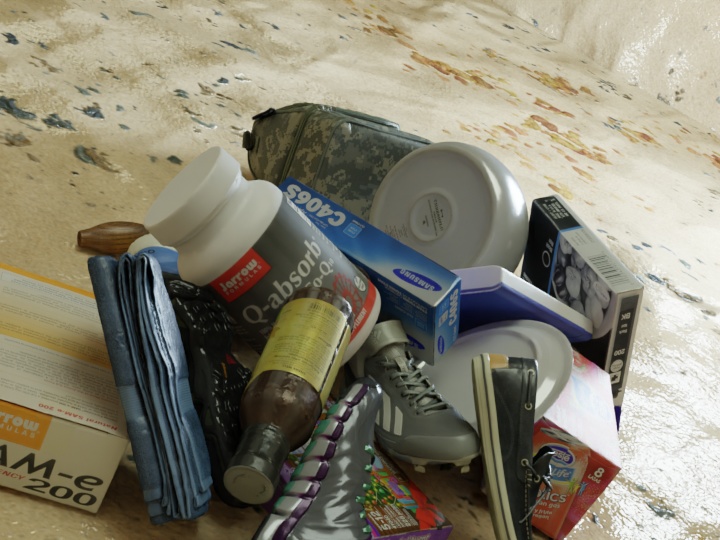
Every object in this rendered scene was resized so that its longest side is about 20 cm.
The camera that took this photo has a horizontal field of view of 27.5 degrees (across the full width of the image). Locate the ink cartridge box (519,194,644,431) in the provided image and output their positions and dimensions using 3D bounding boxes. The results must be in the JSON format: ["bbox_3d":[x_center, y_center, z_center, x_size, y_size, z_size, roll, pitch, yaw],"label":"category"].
[{"bbox_3d":[0.233,0.052,1.607,0.043,0.201,0.198,-10,35,-19],"label":"ink cartridge box"}]

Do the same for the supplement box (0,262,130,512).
[{"bbox_3d":[-0.246,0.085,1.136,0.125,0.074,0.200,20,23,-16],"label":"supplement box"}]

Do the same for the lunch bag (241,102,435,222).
[{"bbox_3d":[-0.025,-0.124,1.768,0.199,0.140,0.167,11,9,-38],"label":"lunch bag"}]

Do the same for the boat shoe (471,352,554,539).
[{"bbox_3d":[0.134,0.167,1.238,0.062,0.202,0.075,-7,-1,-1],"label":"boat shoe"}]

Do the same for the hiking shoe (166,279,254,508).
[{"bbox_3d":[-0.133,0.112,1.195,0.075,0.101,0.201,12,47,-48],"label":"hiking shoe"}]

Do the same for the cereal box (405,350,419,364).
[{"bbox_3d":[0.023,0.043,1.500,0.144,0.040,0.200,40,8,27],"label":"cereal box"}]

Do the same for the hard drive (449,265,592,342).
[{"bbox_3d":[0.132,0.040,1.479,0.131,0.026,0.200,-7,-20,33],"label":"hard drive"}]

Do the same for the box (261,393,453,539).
[{"bbox_3d":[-0.033,0.169,1.233,0.136,0.039,0.200,1,33,-46],"label":"box"}]

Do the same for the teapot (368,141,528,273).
[{"bbox_3d":[0.116,-0.039,1.658,0.197,0.201,0.146,24,1,36],"label":"teapot"}]

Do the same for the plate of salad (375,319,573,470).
[{"bbox_3d":[0.107,0.117,1.366,0.200,0.199,0.048,-104,168,-62],"label":"plate of salad"}]

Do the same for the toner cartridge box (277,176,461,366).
[{"bbox_3d":[0.000,0.000,1.361,0.199,0.095,0.043,31,60,23],"label":"toner cartridge box"}]

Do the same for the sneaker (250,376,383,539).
[{"bbox_3d":[-0.015,0.177,1.116,0.087,0.075,0.201,28,59,6],"label":"sneaker"}]

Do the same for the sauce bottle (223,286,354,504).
[{"bbox_3d":[-0.058,0.095,1.145,0.064,0.065,0.201,26,40,-2],"label":"sauce bottle"}]

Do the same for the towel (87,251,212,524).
[{"bbox_3d":[-0.150,0.085,1.093,0.048,0.202,0.112,-15,-4,-1],"label":"towel"}]

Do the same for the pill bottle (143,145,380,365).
[{"bbox_3d":[-0.086,-0.004,1.273,0.200,0.116,0.116,45,16,-21],"label":"pill bottle"}]

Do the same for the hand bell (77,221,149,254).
[{"bbox_3d":[-0.187,-0.036,1.478,0.199,0.105,0.104,-1,33,-29],"label":"hand bell"}]

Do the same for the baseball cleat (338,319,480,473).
[{"bbox_3d":[0.035,0.103,1.289,0.069,0.107,0.199,-9,16,-32],"label":"baseball cleat"}]

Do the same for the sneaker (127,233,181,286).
[{"bbox_3d":[-0.124,0.043,1.365,0.199,0.077,0.112,25,29,-27],"label":"sneaker"}]

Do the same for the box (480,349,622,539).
[{"bbox_3d":[0.180,0.153,1.408,0.095,0.100,0.200,33,21,-8],"label":"box"}]
